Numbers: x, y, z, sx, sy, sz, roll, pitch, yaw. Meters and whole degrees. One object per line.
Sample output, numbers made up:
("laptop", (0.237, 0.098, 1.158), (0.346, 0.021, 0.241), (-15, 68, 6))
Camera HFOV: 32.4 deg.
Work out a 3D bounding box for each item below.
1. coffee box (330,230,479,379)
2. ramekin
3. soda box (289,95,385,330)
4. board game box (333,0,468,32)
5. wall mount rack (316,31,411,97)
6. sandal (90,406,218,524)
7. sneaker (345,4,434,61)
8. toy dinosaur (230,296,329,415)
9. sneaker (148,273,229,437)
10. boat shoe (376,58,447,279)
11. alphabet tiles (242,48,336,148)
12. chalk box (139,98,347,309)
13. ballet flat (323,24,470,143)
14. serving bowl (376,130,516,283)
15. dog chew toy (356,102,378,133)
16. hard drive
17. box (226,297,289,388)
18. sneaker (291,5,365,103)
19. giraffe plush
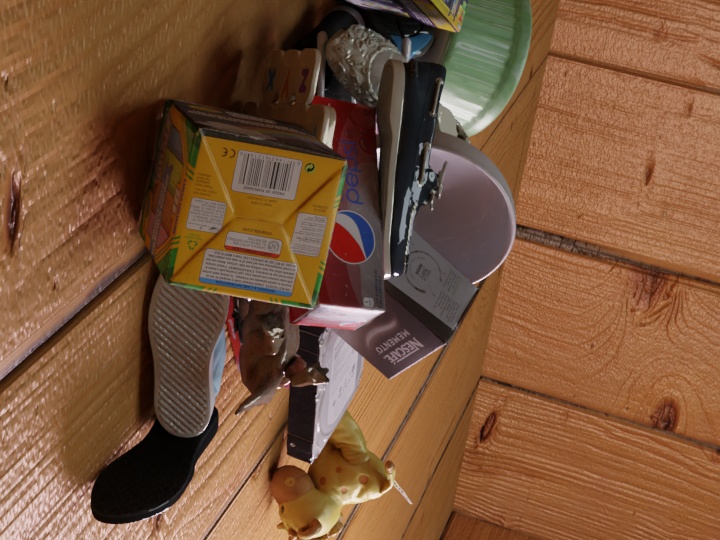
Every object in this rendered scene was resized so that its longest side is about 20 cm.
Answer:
("coffee box", (0.000, 0.000, 1.216), (0.114, 0.200, 0.080), (-38, -166, 52))
("ramekin", (0.096, -0.260, 1.417), (0.200, 0.097, 0.201), (-28, -124, 53))
("soda box", (-0.025, -0.052, 1.114), (0.063, 0.070, 0.201), (-35, -128, 56))
("board game box", (0.011, -0.295, 1.210), (0.200, 0.165, 0.057), (-2, 107, -77))
("wall mount rack", (-0.019, -0.151, 1.261), (0.199, 0.075, 0.174), (-7, 144, -44))
("sandal", (-0.185, 0.188, 1.162), (0.200, 0.075, 0.048), (-51, 150, -61))
("sneaker", (0.026, -0.257, 1.377), (0.200, 0.073, 0.082), (-113, -140, -60))
("toy dinosaur", (-0.087, 0.065, 1.157), (0.135, 0.086, 0.201), (-31, -140, 46))
("sneaker", (-0.159, 0.052, 1.158), (0.082, 0.074, 0.201), (-87, -172, -63))
("boat shoe", (0.046, -0.091, 1.133), (0.075, 0.062, 0.201), (-173, -95, -79))
("alphabet tiles", (-0.074, -0.103, 1.129), (0.200, 0.015, 0.197), (17, -82, 63))
("chalk box", (-0.105, -0.063, 1.016), (0.200, 0.124, 0.124), (-137, -121, -68))
("ballet flat", (0.046, -0.174, 1.228), (0.200, 0.072, 0.072), (40, 63, -42))
("serving bowl", (0.061, -0.070, 1.256), (0.066, 0.199, 0.201), (-76, 172, -45))
("dog chew toy", (0.006, -0.145, 1.479), (0.200, 0.124, 0.125), (55, 52, -63))
("hard drive", (-0.033, 0.095, 1.345), (0.140, 0.038, 0.201), (-56, 158, -46))
("box", (-0.084, 0.036, 1.352), (0.200, 0.095, 0.100), (86, 24, -55))
("sneaker", (-0.047, -0.177, 1.335), (0.099, 0.070, 0.201), (-43, 147, -51))
("giraffe plush", (-0.053, 0.296, 1.707), (0.162, 0.200, 0.173), (-38, 157, -17))
